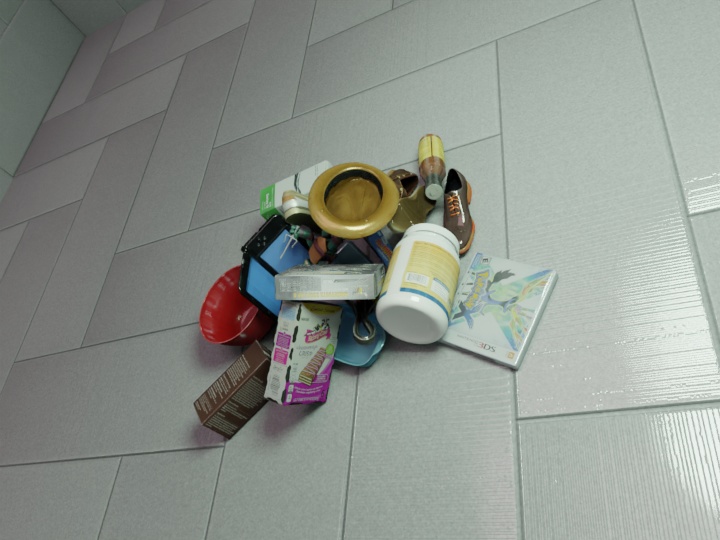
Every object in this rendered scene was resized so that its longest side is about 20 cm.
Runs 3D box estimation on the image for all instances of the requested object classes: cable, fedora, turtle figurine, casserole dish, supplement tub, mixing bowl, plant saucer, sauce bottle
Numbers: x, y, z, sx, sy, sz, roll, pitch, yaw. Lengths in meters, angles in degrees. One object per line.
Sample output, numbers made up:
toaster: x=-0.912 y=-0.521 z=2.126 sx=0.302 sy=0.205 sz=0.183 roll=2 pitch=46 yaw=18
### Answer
cable: x=0.003 y=0.074 z=1.236 sx=0.095 sy=0.051 sz=0.201 roll=10 pitch=28 yaw=7
fedora: x=-0.014 y=-0.129 z=1.230 sx=0.195 sy=0.083 sz=0.204 roll=1 pitch=55 yaw=-1
turtle figurine: x=-0.094 y=-0.050 z=1.338 sx=0.150 sy=0.100 sz=0.201 roll=48 pitch=118 yaw=18
casserole dish: x=-0.021 y=0.141 z=1.288 sx=0.197 sy=0.039 sz=0.123 roll=12 pitch=67 yaw=40
supplement tub: x=0.119 y=0.024 z=1.191 sx=0.142 sy=0.146 sz=0.203 roll=-4 pitch=49 yaw=31
mixing bowl: x=-0.277 y=0.101 z=1.437 sx=0.196 sy=0.108 sz=0.204 roll=-19 pitch=52 yaw=25
plant saucer: x=0.000 y=0.000 z=1.386 sx=0.070 sy=0.019 sz=0.200 roll=-44 pitch=45 yaw=0
sauce bottle: x=0.163 y=-0.237 z=1.383 sx=0.065 sy=0.066 sz=0.203 roll=-18 pitch=38 yaw=22

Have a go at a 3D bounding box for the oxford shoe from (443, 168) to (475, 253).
oxford shoe: x=0.202 y=-0.129 z=1.299 sx=0.070 sy=0.073 sz=0.204 roll=-15 pitch=53 yaw=24

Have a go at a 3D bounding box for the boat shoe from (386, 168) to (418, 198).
boat shoe: x=0.075 y=-0.182 z=1.381 sx=0.069 sy=0.072 sz=0.201 roll=11 pitch=36 yaw=22

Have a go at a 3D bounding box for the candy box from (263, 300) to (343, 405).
candy box: x=-0.112 y=0.163 z=1.219 sx=0.060 sy=0.135 sz=0.205 roll=10 pitch=90 yaw=38

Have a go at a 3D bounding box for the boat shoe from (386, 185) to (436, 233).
boat shoe: x=0.102 y=-0.123 z=1.319 sx=0.065 sy=0.072 sz=0.200 roll=-38 pitch=5 yaw=38

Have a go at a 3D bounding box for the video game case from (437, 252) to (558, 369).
video game case: x=0.258 y=0.070 z=1.158 sx=0.180 sy=0.022 sz=0.203 roll=15 pitch=69 yaw=40

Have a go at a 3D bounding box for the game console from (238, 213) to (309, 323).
game console: x=-0.170 y=0.008 z=1.362 sx=0.176 sy=0.200 sz=0.116 roll=-45 pitch=41 yaw=-1

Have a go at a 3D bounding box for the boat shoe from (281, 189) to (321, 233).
boat shoe: x=-0.110 y=-0.138 z=1.408 sx=0.074 sy=0.199 sz=0.070 roll=-26 pitch=70 yaw=23

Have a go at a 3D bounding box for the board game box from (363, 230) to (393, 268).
board game box: x=0.012 y=-0.096 z=1.362 sx=0.034 sy=0.136 sz=0.201 roll=-37 pitch=47 yaw=0

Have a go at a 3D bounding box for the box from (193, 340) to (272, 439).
box: x=-0.258 y=0.262 z=1.322 sx=0.200 sy=0.100 sz=0.075 roll=-43 pitch=46 yaw=0

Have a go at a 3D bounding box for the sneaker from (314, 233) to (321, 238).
sneaker: x=-0.166 y=-0.038 z=1.485 sx=0.197 sy=0.078 sz=0.083 roll=-27 pitch=38 yaw=9

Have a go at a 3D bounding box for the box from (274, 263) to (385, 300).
box: x=-0.055 y=0.021 z=1.201 sx=0.195 sy=0.158 sz=0.050 roll=-1 pitch=98 yaw=9

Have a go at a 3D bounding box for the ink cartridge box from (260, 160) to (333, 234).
ink cartridge box: x=-0.130 y=-0.166 z=1.500 sx=0.196 sy=0.147 sz=0.085 roll=-21 pitch=51 yaw=22
